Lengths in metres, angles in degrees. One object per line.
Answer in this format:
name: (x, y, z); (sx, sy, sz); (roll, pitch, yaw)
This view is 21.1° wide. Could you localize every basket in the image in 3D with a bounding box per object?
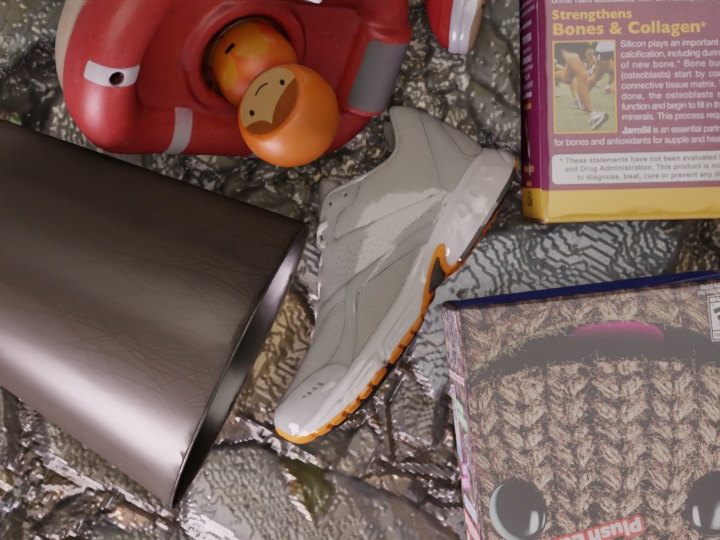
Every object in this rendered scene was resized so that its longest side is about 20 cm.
basket: (-0.151, 0.008, 1.036); (0.199, 0.136, 0.181); (26, 119, 3)

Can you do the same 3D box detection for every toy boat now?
toy boat: (-0.054, -0.102, 0.998); (0.199, 0.131, 0.131); (0, 126, -31)

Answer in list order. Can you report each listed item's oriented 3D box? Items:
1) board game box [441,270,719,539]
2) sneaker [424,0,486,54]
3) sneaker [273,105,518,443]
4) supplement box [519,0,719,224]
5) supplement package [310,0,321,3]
board game box: (0.136, 0.109, 1.064); (0.158, 0.097, 0.202); (-7, 92, -2)
sneaker: (0.017, -0.219, 1.062); (0.111, 0.071, 0.202); (1, 84, -6)
sneaker: (0.000, 0.000, 1.076); (0.092, 0.076, 0.201); (34, 83, 5)
supplement box: (0.153, -0.127, 1.054); (0.130, 0.103, 0.202); (0, 93, -2)
supplement package: (-0.097, -0.217, 0.896); (0.199, 0.114, 0.110); (21, 87, 10)
